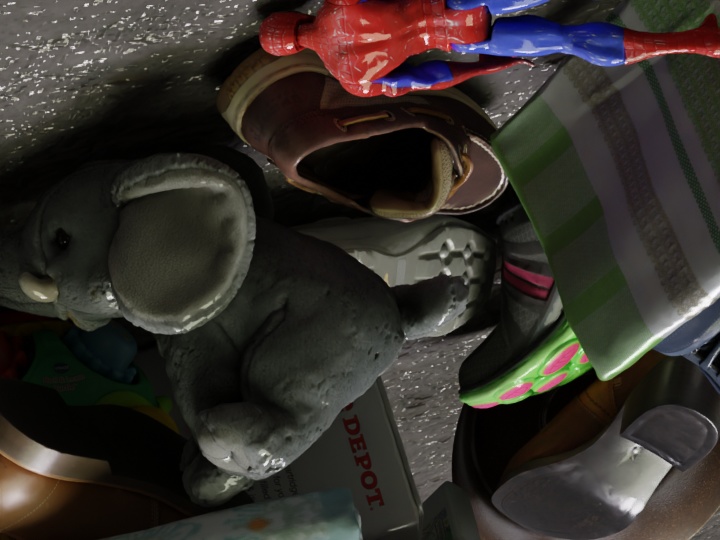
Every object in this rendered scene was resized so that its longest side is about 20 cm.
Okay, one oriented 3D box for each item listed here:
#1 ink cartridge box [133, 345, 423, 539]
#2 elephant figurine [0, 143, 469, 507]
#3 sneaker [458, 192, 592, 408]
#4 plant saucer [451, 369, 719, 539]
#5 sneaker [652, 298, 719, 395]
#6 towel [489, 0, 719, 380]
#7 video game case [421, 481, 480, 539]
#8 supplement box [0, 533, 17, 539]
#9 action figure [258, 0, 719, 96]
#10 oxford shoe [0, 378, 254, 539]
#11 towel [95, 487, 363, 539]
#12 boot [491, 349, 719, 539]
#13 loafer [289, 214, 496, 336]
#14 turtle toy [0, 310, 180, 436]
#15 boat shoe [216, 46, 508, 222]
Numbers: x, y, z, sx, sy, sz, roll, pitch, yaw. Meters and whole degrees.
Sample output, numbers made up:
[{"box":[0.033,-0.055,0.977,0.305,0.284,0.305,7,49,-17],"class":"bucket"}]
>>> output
[{"box":[-0.077,0.114,1.524,0.199,0.146,0.084,-17,160,-4],"class":"ink cartridge box"},{"box":[-0.087,-0.003,1.244,0.155,0.200,0.141,-43,-173,-33],"class":"elephant figurine"},{"box":[0.108,-0.002,1.448,0.076,0.084,0.200,-8,142,-43],"class":"sneaker"},{"box":[0.135,0.088,1.582,0.199,0.201,0.032,-25,139,18],"class":"plant saucer"},{"box":[0.178,0.039,1.293,0.077,0.203,0.146,-46,143,17],"class":"sneaker"},{"box":[0.143,-0.064,1.213,0.031,0.150,0.200,7,140,-41],"class":"towel"},{"box":[0.006,0.230,1.517,0.023,0.200,0.182,39,106,-21],"class":"video game case"},{"box":[-0.160,0.149,1.350,0.066,0.069,0.200,-12,174,30],"class":"supplement box"},{"box":[0.054,-0.111,1.174,0.199,0.052,0.066,-6,120,2],"class":"action figure"},{"box":[-0.122,0.108,1.294,0.199,0.071,0.071,23,110,-45],"class":"oxford shoe"},{"box":[-0.070,0.187,1.297,0.170,0.048,0.201,-14,137,-2],"class":"towel"},{"box":[0.156,0.040,1.522,0.068,0.201,0.188,29,139,-10],"class":"boot"},{"box":[0.000,0.000,1.431,0.070,0.070,0.199,16,-170,36],"class":"loafer"},{"box":[-0.190,0.073,1.386,0.199,0.102,0.146,-5,170,-26],"class":"turtle toy"},{"box":[0.015,-0.050,1.268,0.072,0.072,0.200,-45,148,16],"class":"boat shoe"}]
